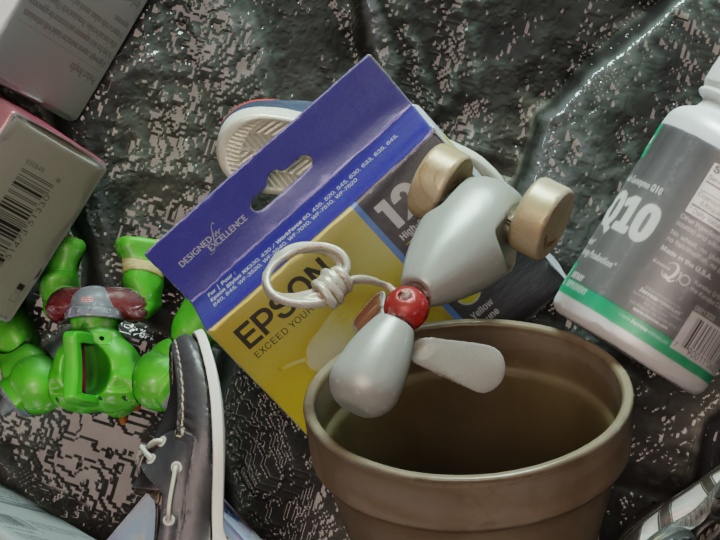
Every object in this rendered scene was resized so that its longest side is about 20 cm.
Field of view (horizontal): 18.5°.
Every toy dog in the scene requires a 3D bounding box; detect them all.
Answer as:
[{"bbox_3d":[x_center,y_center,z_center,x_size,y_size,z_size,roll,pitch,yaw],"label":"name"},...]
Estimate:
[{"bbox_3d":[0.046,0.015,1.353,0.200,0.096,0.132,-35,58,-17],"label":"toy dog"}]

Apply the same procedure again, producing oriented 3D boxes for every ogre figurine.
[{"bbox_3d":[-0.175,0.039,1.479,0.200,0.098,0.120,3,73,0],"label":"ogre figurine"}]

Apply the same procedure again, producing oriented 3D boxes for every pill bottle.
[{"bbox_3d":[0.219,-0.032,1.399,0.113,0.113,0.200,32,90,12],"label":"pill bottle"}]

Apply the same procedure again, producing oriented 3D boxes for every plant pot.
[{"bbox_3d":[0.069,0.150,1.372,0.200,0.200,0.174,3,117,11],"label":"plant pot"}]

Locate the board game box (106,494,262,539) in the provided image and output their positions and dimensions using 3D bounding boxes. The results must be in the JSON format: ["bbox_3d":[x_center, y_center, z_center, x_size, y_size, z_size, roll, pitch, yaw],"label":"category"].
[{"bbox_3d":[-0.120,0.261,1.436,0.200,0.041,0.200,-49,55,3],"label":"board game box"}]

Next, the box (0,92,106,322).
[{"bbox_3d":[-0.291,-0.076,1.473,0.200,0.109,0.128,32,90,34],"label":"box"}]

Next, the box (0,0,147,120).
[{"bbox_3d":[-0.265,-0.213,1.468,0.200,0.199,0.131,30,90,12],"label":"box"}]

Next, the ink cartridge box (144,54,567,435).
[{"bbox_3d":[0.000,0.000,1.427,0.198,0.047,0.200,-42,112,6],"label":"ink cartridge box"}]

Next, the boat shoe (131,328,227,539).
[{"bbox_3d":[-0.114,0.137,1.395,0.060,0.074,0.200,-3,83,-6],"label":"boat shoe"}]

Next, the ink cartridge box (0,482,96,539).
[{"bbox_3d":[-0.246,0.187,1.423,0.200,0.147,0.083,25,89,35],"label":"ink cartridge box"}]

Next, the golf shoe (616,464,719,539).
[{"bbox_3d":[0.219,0.156,1.399,0.200,0.094,0.078,-33,105,-20],"label":"golf shoe"}]

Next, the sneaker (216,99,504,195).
[{"bbox_3d":[0.002,-0.074,1.472,0.200,0.085,0.075,17,105,-11],"label":"sneaker"}]
